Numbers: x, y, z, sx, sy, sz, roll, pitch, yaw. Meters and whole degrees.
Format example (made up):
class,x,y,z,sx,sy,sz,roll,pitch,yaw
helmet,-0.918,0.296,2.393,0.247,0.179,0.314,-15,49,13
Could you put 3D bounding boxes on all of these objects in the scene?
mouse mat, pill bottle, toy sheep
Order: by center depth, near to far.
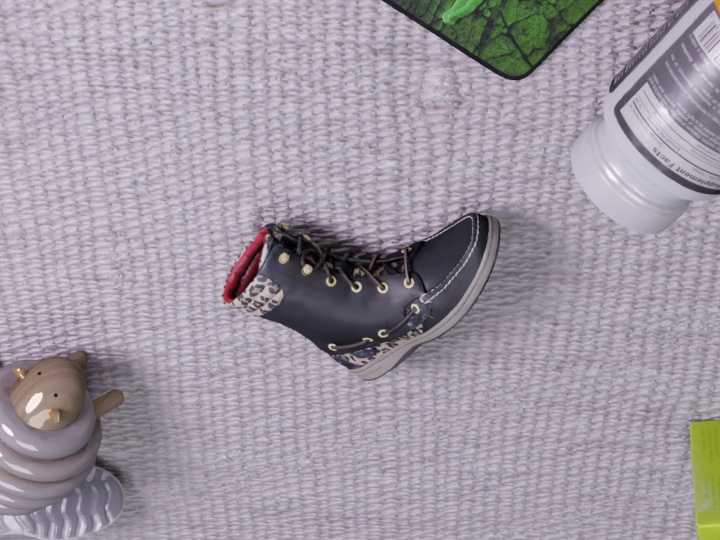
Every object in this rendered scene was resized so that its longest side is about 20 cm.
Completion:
class,x,y,z,sx,sy,sz,roll,pitch,yaw
mouse mat,0.109,-0.229,1.309,0.161,0.008,0.200,30,128,-20
pill bottle,0.244,-0.122,1.321,0.116,0.116,0.200,26,131,-18
toy sheep,-0.286,0.144,1.612,0.138,0.138,0.200,20,130,-13

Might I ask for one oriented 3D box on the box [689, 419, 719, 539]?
class,x,y,z,sx,sy,sz,roll,pitch,yaw
box,0.382,0.177,1.583,0.200,0.122,0.048,-6,131,12

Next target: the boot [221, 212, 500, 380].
class,x,y,z,sx,sy,sz,roll,pitch,yaw
boot,-0.001,0.002,1.486,0.154,0.074,0.204,26,134,-24

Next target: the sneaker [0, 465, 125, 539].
class,x,y,z,sx,sy,sz,roll,pitch,yaw
sneaker,-0.318,0.213,1.741,0.200,0.082,0.075,-5,90,-4
